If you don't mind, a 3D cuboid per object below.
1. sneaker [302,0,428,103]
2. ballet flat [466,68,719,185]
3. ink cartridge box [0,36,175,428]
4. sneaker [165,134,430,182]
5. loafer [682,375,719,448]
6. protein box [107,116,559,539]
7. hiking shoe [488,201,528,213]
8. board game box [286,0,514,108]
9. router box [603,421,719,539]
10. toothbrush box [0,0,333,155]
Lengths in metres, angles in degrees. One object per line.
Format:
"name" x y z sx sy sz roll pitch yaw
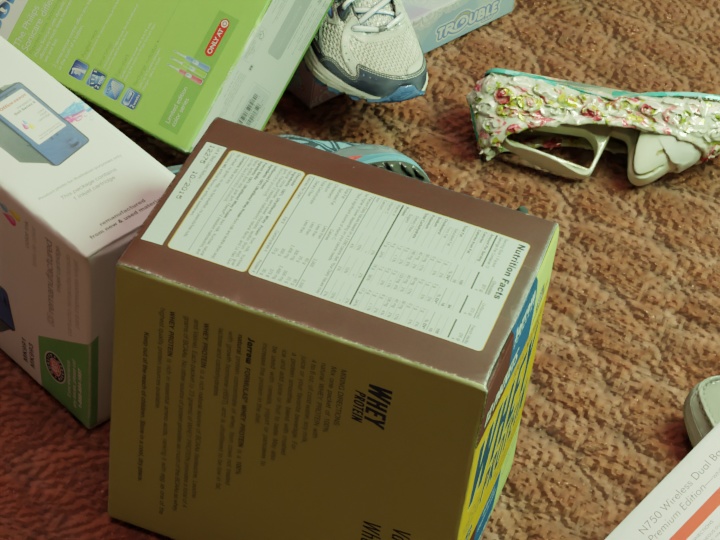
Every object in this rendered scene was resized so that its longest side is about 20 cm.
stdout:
"sneaker" -0.010 -0.193 1.479 0.077 0.085 0.200 -13 50 -21
"ballet flat" 0.169 -0.090 1.481 0.199 0.076 0.064 7 74 6
"ink cartridge box" -0.191 -0.027 1.293 0.087 0.146 0.200 -30 55 -32
"sneaker" -0.059 -0.042 1.397 0.199 0.080 0.096 -3 22 -10
"loafer" 0.258 0.124 1.250 0.070 0.070 0.200 -21 50 -27
"protein box" -0.017 0.056 1.188 0.199 0.199 0.135 18 44 11
"hiking shoe" 0.000 0.000 1.333 0.199 0.087 0.074 -11 46 -19
"board game box" -0.023 -0.220 1.596 0.200 0.043 0.199 -28 54 -32
"router box" 0.226 0.172 1.155 0.200 0.049 0.179 -43 59 -13
"toothbrush box" -0.140 -0.173 1.446 0.200 0.086 0.146 28 90 21
